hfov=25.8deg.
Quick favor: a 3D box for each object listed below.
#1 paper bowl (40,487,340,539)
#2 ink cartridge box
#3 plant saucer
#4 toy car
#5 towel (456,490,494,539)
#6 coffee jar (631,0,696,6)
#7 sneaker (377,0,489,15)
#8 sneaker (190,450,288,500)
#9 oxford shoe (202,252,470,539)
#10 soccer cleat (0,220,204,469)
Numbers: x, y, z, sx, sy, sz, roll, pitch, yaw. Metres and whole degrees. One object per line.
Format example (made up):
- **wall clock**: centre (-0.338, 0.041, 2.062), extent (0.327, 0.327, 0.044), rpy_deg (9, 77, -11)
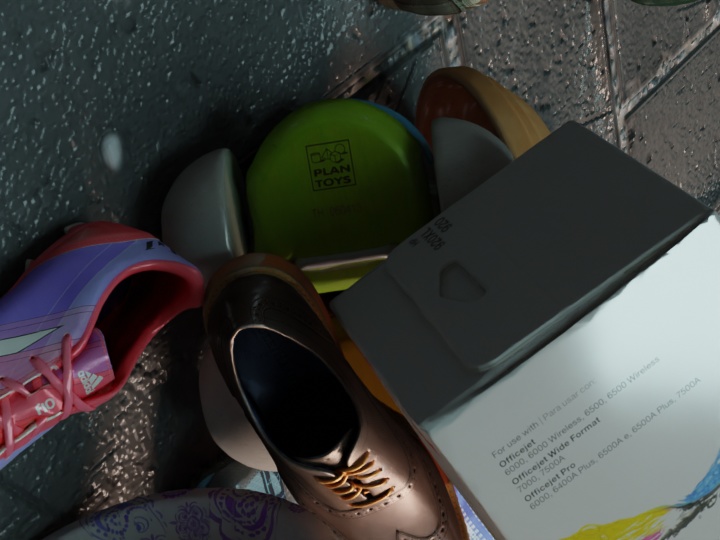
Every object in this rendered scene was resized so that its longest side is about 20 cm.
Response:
- **paper bowl**: centre (-0.088, 0.199, 0.716), extent (0.201, 0.200, 0.105), rpy_deg (-40, 128, -36)
- **ink cartridge box**: centre (0.110, 0.066, 0.693), extent (0.144, 0.147, 0.200), rpy_deg (-37, 115, -2)
- **plant saucer**: centre (0.082, -0.017, 0.871), extent (0.037, 0.200, 0.201), rpy_deg (-17, 121, -12)
- **toy car**: centre (0.000, 0.000, 0.816), extent (0.150, 0.174, 0.201), rpy_deg (-83, 163, -67)
- **towel**: centre (0.074, 0.109, 0.985), extent (0.200, 0.024, 0.145), rpy_deg (-42, 118, -16)
- **coffee jar**: centre (0.176, -0.264, 0.974), extent (0.200, 0.085, 0.105), rpy_deg (51, 44, -48)
- **sneaker**: centre (0.076, -0.229, 0.874), extent (0.070, 0.075, 0.201), rpy_deg (31, 79, -52)
- **sneaker**: centre (-0.042, 0.186, 0.863), extent (0.079, 0.095, 0.201), rpy_deg (-31, 127, -43)
- **oxford shoe**: centre (-0.011, 0.088, 0.730), extent (0.071, 0.073, 0.200), rpy_deg (-33, 110, 8)
- **soccer cleat**: centre (-0.151, 0.052, 0.686), extent (0.200, 0.076, 0.067), rpy_deg (-48, 136, -31)
